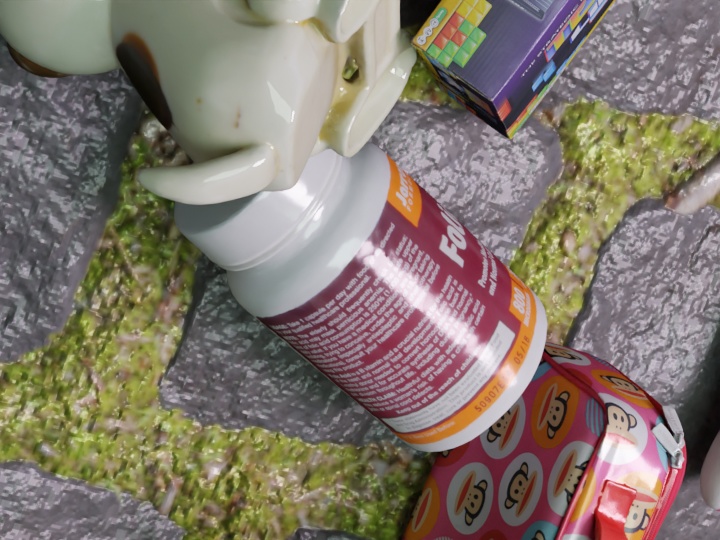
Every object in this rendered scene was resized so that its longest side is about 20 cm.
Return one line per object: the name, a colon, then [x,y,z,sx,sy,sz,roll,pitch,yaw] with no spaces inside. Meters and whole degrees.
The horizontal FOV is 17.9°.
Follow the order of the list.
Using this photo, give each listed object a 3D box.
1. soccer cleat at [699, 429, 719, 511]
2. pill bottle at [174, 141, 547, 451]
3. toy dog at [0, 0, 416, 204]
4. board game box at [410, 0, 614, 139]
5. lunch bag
soccer cleat: [0.260,0.053,1.412,0.086,0.070,0.200,40,88,-13]
pill bottle: [0.000,0.000,1.249,0.114,0.114,0.200,-49,119,-1]
toy dog: [-0.092,-0.123,1.140,0.195,0.199,0.140,-58,161,-20]
board game box: [0.114,-0.172,1.211,0.057,0.165,0.200,37,92,7]
lunch bag: [0.104,0.149,1.309,0.082,0.176,0.201,18,101,-26]
